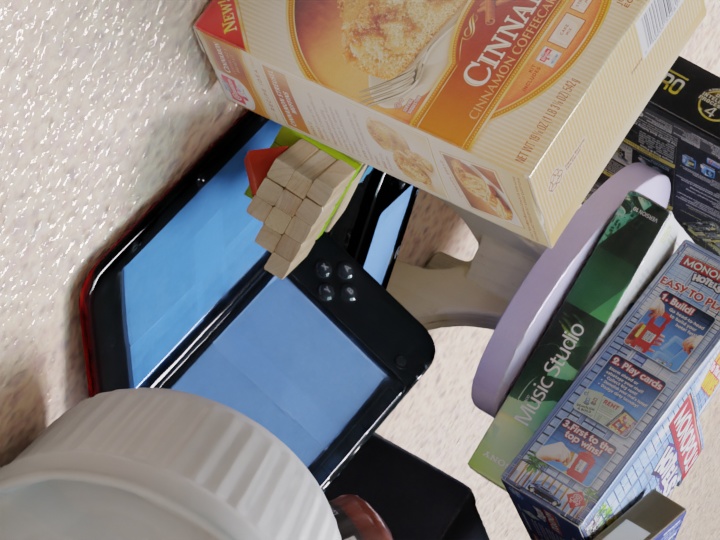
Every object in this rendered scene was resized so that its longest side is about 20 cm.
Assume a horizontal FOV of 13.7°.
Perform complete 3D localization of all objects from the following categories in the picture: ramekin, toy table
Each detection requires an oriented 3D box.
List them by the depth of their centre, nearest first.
[{"bbox_3d":[-0.100,0.149,1.514,0.094,0.202,0.203,-58,163,-45],"label":"ramekin"},{"bbox_3d":[0.094,-0.008,1.893,0.200,0.117,0.184,-45,155,-38],"label":"toy table"}]

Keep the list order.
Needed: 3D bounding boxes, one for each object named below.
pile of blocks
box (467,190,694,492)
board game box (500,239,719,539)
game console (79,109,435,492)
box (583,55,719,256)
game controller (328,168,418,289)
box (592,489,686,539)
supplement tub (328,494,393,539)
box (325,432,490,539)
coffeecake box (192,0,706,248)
[{"bbox_3d":[-0.018,-0.077,1.581,0.200,0.062,0.082,-53,174,-43],"label":"pile of blocks"},{"bbox_3d":[0.145,0.056,1.887,0.200,0.036,0.144,-60,160,-3],"label":"box"},{"bbox_3d":[0.179,0.091,1.873,0.200,0.062,0.200,-55,160,-10],"label":"board game box"},{"bbox_3d":[-0.049,0.028,1.594,0.200,0.172,0.119,-48,-178,-35],"label":"game console"},{"bbox_3d":[0.199,-0.075,1.941,0.049,0.200,0.161,-50,157,-26],"label":"box"},{"bbox_3d":[0.000,0.000,1.780,0.104,0.042,0.200,-30,144,-56],"label":"game controller"},{"bbox_3d":[0.132,0.240,1.836,0.121,0.032,0.200,-32,145,-52],"label":"box"},{"bbox_3d":[-0.072,0.210,1.703,0.200,0.107,0.107,-22,146,-16],"label":"supplement tub"},{"bbox_3d":[-0.012,0.226,1.935,0.200,0.117,0.197,-56,159,-15],"label":"box"},{"bbox_3d":[0.045,-0.124,1.485,0.154,0.200,0.073,-56,153,-18],"label":"coffeecake box"}]
